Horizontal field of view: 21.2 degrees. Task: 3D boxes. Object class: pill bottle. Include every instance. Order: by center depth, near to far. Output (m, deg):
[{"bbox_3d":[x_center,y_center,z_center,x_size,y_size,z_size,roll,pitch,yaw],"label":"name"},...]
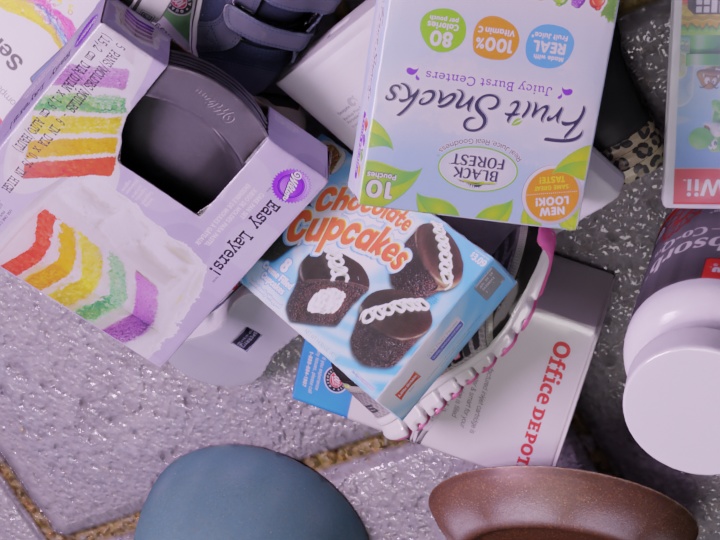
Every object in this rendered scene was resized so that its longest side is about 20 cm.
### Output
[{"bbox_3d":[0.234,0.037,1.245,0.115,0.200,0.116,8,122,14],"label":"pill bottle"}]

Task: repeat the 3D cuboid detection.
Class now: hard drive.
[{"bbox_3d":[0.058,-0.092,1.257,0.200,0.026,0.132,40,139,-17],"label":"hard drive"}]

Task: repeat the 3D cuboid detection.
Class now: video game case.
[{"bbox_3d":[0.266,-0.133,1.217,0.142,0.017,0.201,1,116,5],"label":"video game case"}]

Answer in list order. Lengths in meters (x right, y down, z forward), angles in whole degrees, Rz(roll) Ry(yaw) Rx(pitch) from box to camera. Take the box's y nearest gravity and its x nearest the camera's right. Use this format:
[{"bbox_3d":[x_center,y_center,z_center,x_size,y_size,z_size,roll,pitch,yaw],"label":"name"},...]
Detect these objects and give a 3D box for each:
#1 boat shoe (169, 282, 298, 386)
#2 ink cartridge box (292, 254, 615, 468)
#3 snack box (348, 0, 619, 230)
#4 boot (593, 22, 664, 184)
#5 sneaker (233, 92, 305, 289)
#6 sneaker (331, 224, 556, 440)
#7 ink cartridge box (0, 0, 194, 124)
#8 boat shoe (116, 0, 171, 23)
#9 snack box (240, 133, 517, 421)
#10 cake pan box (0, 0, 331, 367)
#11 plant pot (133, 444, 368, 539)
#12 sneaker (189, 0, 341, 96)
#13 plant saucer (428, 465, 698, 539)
[{"bbox_3d":[-0.085,0.028,1.432,0.071,0.070,0.200,29,150,-12],"label":"boat shoe"},{"bbox_3d":[0.066,0.049,1.381,0.199,0.084,0.146,19,123,7],"label":"ink cartridge box"},{"bbox_3d":[0.078,-0.134,1.167,0.142,0.053,0.201,7,105,-9],"label":"snack box"},{"bbox_3d":[0.094,-0.112,1.285,0.203,0.074,0.154,-16,116,28],"label":"boot"},{"bbox_3d":[-0.090,-0.038,1.357,0.070,0.094,0.200,8,142,-34],"label":"sneaker"},{"bbox_3d":[0.049,0.030,1.282,0.087,0.074,0.200,36,125,-9],"label":"sneaker"},{"bbox_3d":[-0.197,-0.169,1.299,0.200,0.088,0.145,-41,102,8],"label":"ink cartridge box"},{"bbox_3d":[-0.107,-0.257,1.215,0.064,0.071,0.201,30,85,-14],"label":"boat shoe"},{"bbox_3d":[0.000,0.000,1.266,0.116,0.200,0.037,-50,135,-2],"label":"snack box"},{"bbox_3d":[-0.144,-0.057,1.253,0.184,0.052,0.200,34,116,-22],"label":"cake pan box"},{"bbox_3d":[-0.104,0.260,1.538,0.199,0.135,0.201,9,123,15],"label":"plant pot"},{"bbox_3d":[-0.052,-0.186,1.218,0.078,0.079,0.201,5,121,-28],"label":"sneaker"},{"bbox_3d":[0.146,0.197,1.411,0.199,0.037,0.201,8,154,4],"label":"plant saucer"}]
